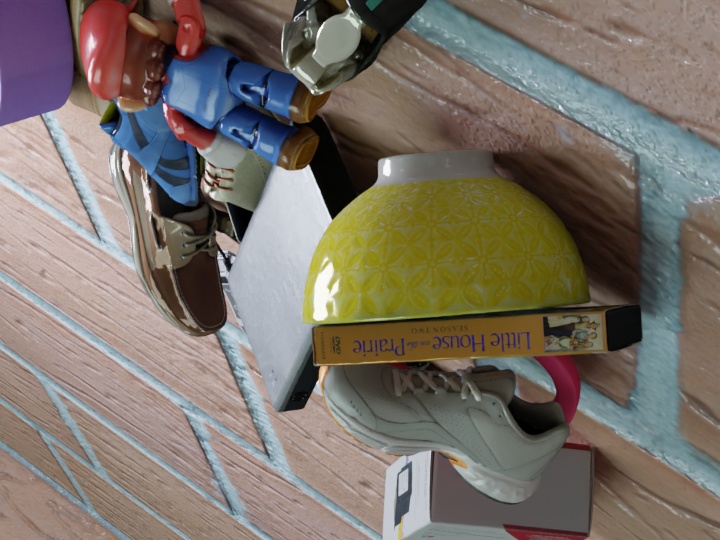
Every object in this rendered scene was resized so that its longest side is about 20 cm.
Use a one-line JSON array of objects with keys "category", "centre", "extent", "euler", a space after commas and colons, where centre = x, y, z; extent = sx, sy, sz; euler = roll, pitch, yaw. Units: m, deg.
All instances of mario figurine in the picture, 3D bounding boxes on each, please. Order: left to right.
[{"category": "mario figurine", "centre": [-0.115, -0.153, 1.313], "extent": [0.198, 0.124, 0.106], "euler": [24, 176, 11]}]

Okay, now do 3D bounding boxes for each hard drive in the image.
[{"category": "hard drive", "centre": [-0.047, -0.003, 1.387], "extent": [0.140, 0.033, 0.201], "euler": [67, 149, 32]}]

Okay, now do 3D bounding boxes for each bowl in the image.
[{"category": "bowl", "centre": [0.055, -0.024, 1.202], "extent": [0.200, 0.198, 0.109], "euler": [-4, 89, 63]}]

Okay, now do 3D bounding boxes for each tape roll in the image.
[{"category": "tape roll", "centre": [-0.301, -0.218, 1.422], "extent": [0.200, 0.065, 0.202], "euler": [45, 145, 44]}]

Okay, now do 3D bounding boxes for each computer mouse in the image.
[{"category": "computer mouse", "centre": [-0.106, 0.006, 1.706], "extent": [0.109, 0.044, 0.201], "euler": [16, 144, 41]}]

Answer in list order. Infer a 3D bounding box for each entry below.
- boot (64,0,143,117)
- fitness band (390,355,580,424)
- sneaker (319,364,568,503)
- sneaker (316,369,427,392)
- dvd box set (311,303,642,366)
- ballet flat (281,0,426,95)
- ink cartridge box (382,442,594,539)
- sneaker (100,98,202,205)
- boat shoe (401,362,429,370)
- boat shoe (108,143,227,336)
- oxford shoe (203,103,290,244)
[{"category": "boot", "centre": [-0.253, -0.219, 1.451], "extent": [0.166, 0.072, 0.201], "euler": [39, 154, 22]}, {"category": "fitness band", "centre": [0.078, 0.067, 1.373], "extent": [0.199, 0.038, 0.144], "euler": [29, 133, -6]}, {"category": "sneaker", "centre": [0.067, 0.096, 1.326], "extent": [0.198, 0.076, 0.092], "euler": [23, 127, -19]}, {"category": "sneaker", "centre": [0.017, 0.097, 1.625], "extent": [0.199, 0.076, 0.092], "euler": [22, 149, 40]}, {"category": "dvd box set", "centre": [0.083, 0.043, 1.201], "extent": [0.198, 0.030, 0.146], "euler": [-4, 180, 17]}, {"category": "ballet flat", "centre": [-0.016, -0.157, 1.142], "extent": [0.068, 0.069, 0.200], "euler": [41, 161, -4]}, {"category": "ink cartridge box", "centre": [0.109, 0.205, 1.574], "extent": [0.144, 0.084, 0.200], "euler": [6, 163, -9]}, {"category": "sneaker", "centre": [-0.169, -0.116, 1.459], "extent": [0.077, 0.067, 0.200], "euler": [1, 156, 2]}, {"category": "boat shoe", "centre": [0.039, 0.068, 1.462], "extent": [0.072, 0.063, 0.199], "euler": [5, 164, -32]}, {"category": "boat shoe", "centre": [-0.167, -0.035, 1.610], "extent": [0.071, 0.075, 0.202], "euler": [-13, 102, 47]}, {"category": "oxford shoe", "centre": [-0.094, -0.092, 1.417], "extent": [0.070, 0.074, 0.201], "euler": [29, 157, 35]}]
